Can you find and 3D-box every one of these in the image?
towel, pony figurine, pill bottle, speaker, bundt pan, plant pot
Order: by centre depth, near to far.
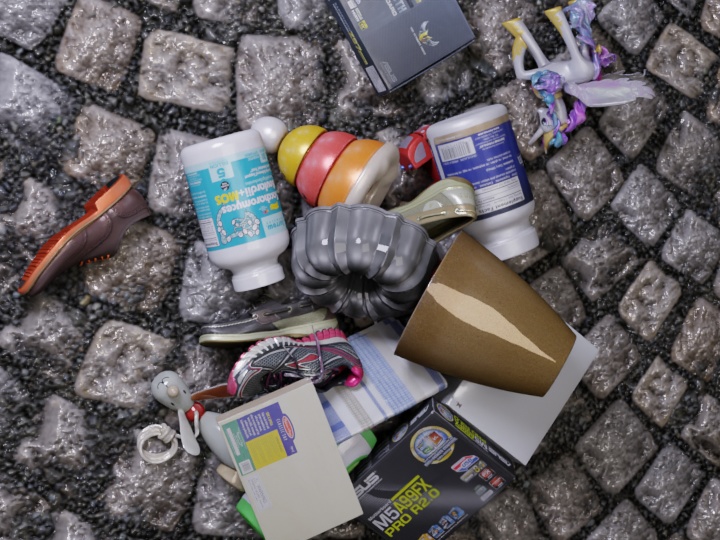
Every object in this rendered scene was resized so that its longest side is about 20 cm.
[{"bbox_3d":[0.000,0.000,1.627,0.201,0.202,0.076,22,58,-19],"label":"bundt pan"},{"bbox_3d":[0.174,0.076,1.636,0.200,0.186,0.187,29,81,4],"label":"plant pot"},{"bbox_3d":[-0.158,-0.077,1.637,0.110,0.111,0.201,-18,98,-19],"label":"pill bottle"},{"bbox_3d":[-0.073,0.275,1.688,0.200,0.088,0.089,-44,105,-14],"label":"speaker"},{"bbox_3d":[0.002,0.152,1.701,0.200,0.147,0.024,-27,143,-18],"label":"towel"},{"bbox_3d":[0.171,-0.116,1.703,0.115,0.116,0.201,-21,99,-19],"label":"pill bottle"},{"bbox_3d":[0.313,-0.285,1.802,0.192,0.167,0.201,-16,102,13],"label":"pony figurine"}]

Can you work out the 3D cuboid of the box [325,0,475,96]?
[{"bbox_3d":[0.047,-0.368,1.738,0.157,0.051,0.200,-33,101,-18],"label":"box"}]

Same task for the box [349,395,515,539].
[{"bbox_3d":[0.088,0.291,1.723,0.160,0.044,0.200,40,108,-17],"label":"box"}]

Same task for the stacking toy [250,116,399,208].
[{"bbox_3d":[-0.060,-0.146,1.674,0.200,0.146,0.146,30,80,11],"label":"stacking toy"}]

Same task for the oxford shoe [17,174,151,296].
[{"bbox_3d":[-0.350,-0.031,1.591,0.200,0.071,0.073,-46,110,-14],"label":"oxford shoe"}]

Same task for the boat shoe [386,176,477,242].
[{"bbox_3d":[0.073,-0.048,1.663,0.073,0.200,0.063,31,39,-39],"label":"boat shoe"}]

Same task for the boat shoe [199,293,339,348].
[{"bbox_3d":[-0.125,0.065,1.678,0.200,0.072,0.066,-5,84,-27],"label":"boat shoe"}]

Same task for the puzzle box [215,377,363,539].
[{"bbox_3d":[-0.090,0.251,1.606,0.133,0.025,0.201,-22,106,-8],"label":"puzzle box"}]

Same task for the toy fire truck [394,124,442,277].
[{"bbox_3d":[0.097,-0.088,1.764,0.141,0.049,0.200,-38,104,-16],"label":"toy fire truck"}]

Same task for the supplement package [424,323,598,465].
[{"bbox_3d":[0.210,0.146,1.778,0.156,0.111,0.200,38,79,-17],"label":"supplement package"}]

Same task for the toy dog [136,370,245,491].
[{"bbox_3d":[-0.186,0.214,1.641,0.199,0.096,0.132,20,84,-20],"label":"toy dog"}]

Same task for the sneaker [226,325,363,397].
[{"bbox_3d":[-0.083,0.129,1.631,0.199,0.081,0.075,-13,51,-34],"label":"sneaker"}]

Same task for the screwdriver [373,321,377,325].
[{"bbox_3d":[0.014,-0.024,1.741,0.028,0.029,0.201,-5,87,-20],"label":"screwdriver"}]
